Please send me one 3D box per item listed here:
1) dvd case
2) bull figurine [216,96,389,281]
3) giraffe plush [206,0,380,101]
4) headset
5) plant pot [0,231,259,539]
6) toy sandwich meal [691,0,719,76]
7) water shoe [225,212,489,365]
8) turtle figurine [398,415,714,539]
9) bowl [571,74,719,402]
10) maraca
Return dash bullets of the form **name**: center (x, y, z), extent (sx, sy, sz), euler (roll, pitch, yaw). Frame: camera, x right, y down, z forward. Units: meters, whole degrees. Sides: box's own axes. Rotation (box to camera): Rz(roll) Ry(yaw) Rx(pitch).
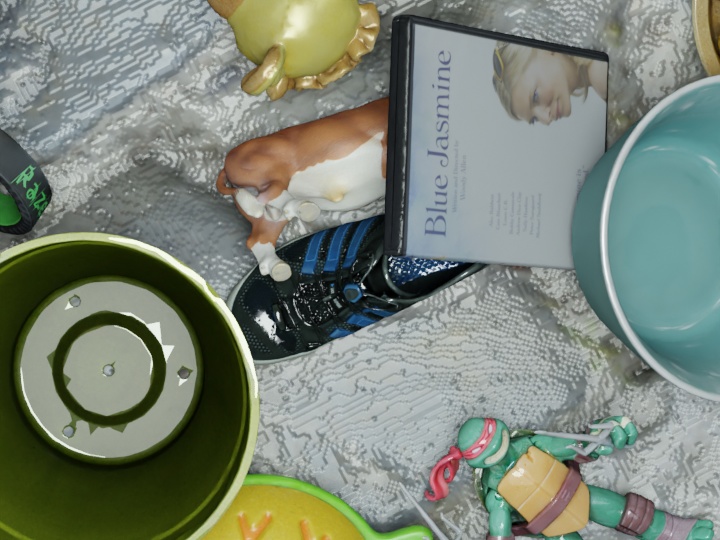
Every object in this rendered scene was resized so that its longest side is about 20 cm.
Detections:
- **dvd case**: center (0.088, -0.075, 1.384), extent (0.200, 0.017, 0.143), euler (4, 88, -47)
- **bull figurine**: center (0.006, -0.069, 1.415), extent (0.199, 0.122, 0.065), euler (-21, 126, 7)
- **giraffe plush**: center (-0.028, -0.193, 1.377), extent (0.200, 0.172, 0.162), euler (50, 117, 29)
- **headset**: center (-0.276, -0.096, 1.400), extent (0.199, 0.124, 0.094), euler (25, 68, 13)
- **plant pot**: center (-0.160, 0.070, 1.369), extent (0.199, 0.193, 0.201), euler (0, 95, -2)
- **toy sandwich meal**: center (0.308, -0.164, 1.417), extent (0.204, 0.070, 0.206), euler (-3, 103, -12)
- **water shoe**: center (0.000, 0.000, 1.427), extent (0.199, 0.079, 0.072), euler (-27, 95, 0)
- **turtle figurine**: center (0.124, 0.147, 1.435), extent (0.200, 0.101, 0.150), euler (37, 101, -18)
- **bowl**: center (0.212, -0.019, 1.405), extent (0.200, 0.105, 0.202), euler (0, 90, -24)
- **maraca**: center (-0.040, 0.202, 1.427), extent (0.199, 0.107, 0.138), euler (14, 102, -7)
